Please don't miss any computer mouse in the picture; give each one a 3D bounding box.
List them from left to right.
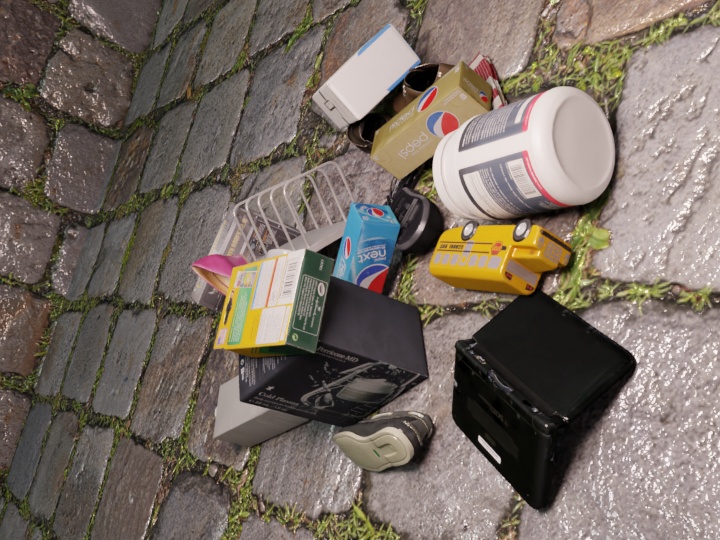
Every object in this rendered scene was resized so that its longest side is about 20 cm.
[{"bbox_3d":[0.082,-0.084,1.254,0.139,0.053,0.200,-58,22,13],"label":"computer mouse"}]

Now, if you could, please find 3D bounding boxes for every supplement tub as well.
[{"bbox_3d":[0.200,-0.139,1.013,0.199,0.140,0.141,-9,64,54],"label":"supplement tub"}]

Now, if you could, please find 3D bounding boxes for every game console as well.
[{"bbox_3d":[0.205,0.144,0.953,0.200,0.116,0.177,-136,41,-57],"label":"game console"}]

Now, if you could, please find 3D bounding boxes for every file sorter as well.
[{"bbox_3d":[-0.115,-0.098,1.429,0.200,0.138,0.125,-12,106,54],"label":"file sorter"}]

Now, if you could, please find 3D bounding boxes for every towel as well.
[{"bbox_3d":[0.167,-0.224,1.232,0.144,0.023,0.201,-47,36,34],"label":"towel"}]

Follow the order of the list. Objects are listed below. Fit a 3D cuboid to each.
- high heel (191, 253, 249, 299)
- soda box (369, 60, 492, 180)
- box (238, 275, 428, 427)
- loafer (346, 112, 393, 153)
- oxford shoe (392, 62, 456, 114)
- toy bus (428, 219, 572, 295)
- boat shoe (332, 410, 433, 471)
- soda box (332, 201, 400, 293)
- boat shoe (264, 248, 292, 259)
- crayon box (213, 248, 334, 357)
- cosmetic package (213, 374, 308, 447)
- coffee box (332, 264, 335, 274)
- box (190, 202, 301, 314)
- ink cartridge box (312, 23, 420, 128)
[{"bbox_3d":[-0.187,0.045,1.295,0.200,0.096,0.067,53,131,25],"label":"high heel"},{"bbox_3d":[0.104,-0.222,1.222,0.200,0.068,0.064,-34,33,41],"label":"soda box"},{"bbox_3d":[-0.043,0.120,1.171,0.196,0.199,0.125,-41,42,37],"label":"box"},{"bbox_3d":[0.027,-0.248,1.410,0.200,0.071,0.073,19,87,58],"label":"loafer"},{"bbox_3d":[0.098,-0.293,1.290,0.200,0.084,0.073,-10,62,63],"label":"oxford shoe"},{"bbox_3d":[0.175,-0.016,1.039,0.200,0.065,0.079,5,69,61],"label":"toy bus"},{"bbox_3d":[0.029,0.236,1.138,0.068,0.072,0.200,-43,9,-33],"label":"boat shoe"},{"bbox_3d":[0.000,0.000,1.249,0.068,0.064,0.201,-116,36,-55],"label":"soda box"},{"bbox_3d":[-0.151,0.017,1.367,0.200,0.071,0.068,-20,50,54],"label":"boat shoe"},{"bbox_3d":[-0.119,0.049,1.090,0.199,0.051,0.127,-11,64,53],"label":"crayon box"},{"bbox_3d":[-0.172,0.231,1.413,0.200,0.090,0.107,-33,45,47],"label":"cosmetic package"},{"bbox_3d":[-0.117,0.080,1.422,0.200,0.079,0.115,-43,39,35],"label":"coffee box"},{"bbox_3d":[-0.212,-0.008,1.546,0.048,0.158,0.201,31,99,58],"label":"box"},{"bbox_3d":[0.005,-0.327,1.386,0.146,0.084,0.200,-44,11,-3],"label":"ink cartridge box"}]
